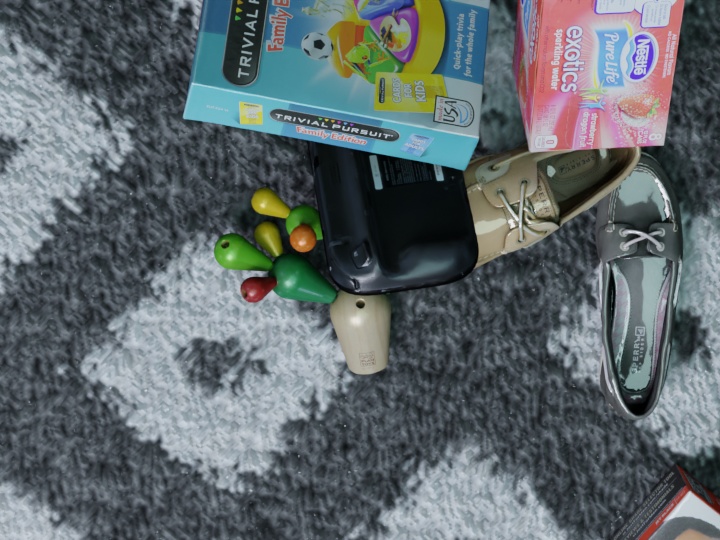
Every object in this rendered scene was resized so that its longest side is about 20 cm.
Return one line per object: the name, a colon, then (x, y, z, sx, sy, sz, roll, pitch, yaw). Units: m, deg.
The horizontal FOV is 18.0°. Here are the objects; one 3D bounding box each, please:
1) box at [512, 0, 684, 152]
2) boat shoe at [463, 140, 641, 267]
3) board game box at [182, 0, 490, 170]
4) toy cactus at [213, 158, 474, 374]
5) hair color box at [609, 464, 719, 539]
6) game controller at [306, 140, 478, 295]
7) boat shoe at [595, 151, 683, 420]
box: (0.165, -0.187, 1.562, 0.102, 0.095, 0.200, -3, 134, -3)
boat shoe: (0.112, -0.053, 1.608, 0.200, 0.064, 0.071, -33, 109, -25)
board game box: (-0.013, -0.161, 1.574, 0.199, 0.047, 0.151, 10, 60, -7)
toy cactus: (0.000, 0.000, 1.652, 0.199, 0.102, 0.165, -15, 117, -11)
hair color box: (0.290, 0.253, 1.752, 0.200, 0.061, 0.102, 37, 101, -12)
game controller: (0.020, -0.063, 1.583, 0.104, 0.200, 0.042, -2, 138, -8)
boat shoe: (0.209, 0.014, 1.681, 0.067, 0.057, 0.201, -1, 106, -4)
